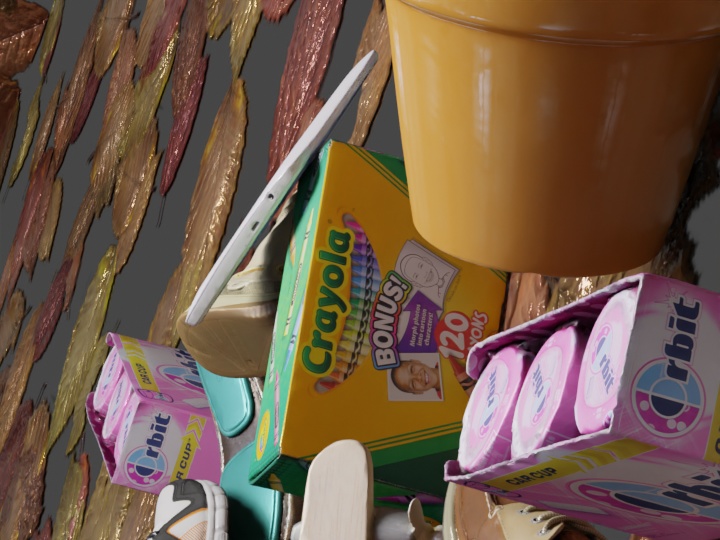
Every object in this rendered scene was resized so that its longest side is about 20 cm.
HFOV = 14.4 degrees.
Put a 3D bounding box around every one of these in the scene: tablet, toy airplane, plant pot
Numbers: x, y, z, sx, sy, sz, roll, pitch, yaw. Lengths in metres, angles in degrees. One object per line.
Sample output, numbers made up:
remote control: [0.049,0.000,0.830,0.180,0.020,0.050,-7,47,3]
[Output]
tablet: [-0.046,-0.053,1.727,0.130,0.014,0.200,-55,2,29]
toy airplane: [-0.005,0.218,1.458,0.199,0.141,0.200,47,110,36]
plant pot: [0.095,-0.103,1.375,0.200,0.200,0.184,-112,25,-67]

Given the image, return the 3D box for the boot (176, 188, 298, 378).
boot: [0.000,0.000,1.773,0.200,0.073,0.155,-4,34,41]

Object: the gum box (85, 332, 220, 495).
gum box: [-0.129,0.109,2.070,0.200,0.113,0.066,-128,56,-72]

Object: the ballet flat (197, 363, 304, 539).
ballet flat: [-0.056,0.117,1.848,0.068,0.067,0.200,-34,53,37]

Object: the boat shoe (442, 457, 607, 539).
boat shoe: [0.091,0.149,1.329,0.074,0.076,0.200,-54,32,39]

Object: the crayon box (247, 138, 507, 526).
crayon box: [0.014,0.037,1.617,0.058,0.119,0.200,134,149,-60]

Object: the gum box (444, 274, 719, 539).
gum box: [0.122,0.062,1.178,0.200,0.113,0.066,151,134,-70]

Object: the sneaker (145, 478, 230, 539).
sneaker: [-0.121,0.192,1.748,0.200,0.080,0.074,-97,17,-59]
